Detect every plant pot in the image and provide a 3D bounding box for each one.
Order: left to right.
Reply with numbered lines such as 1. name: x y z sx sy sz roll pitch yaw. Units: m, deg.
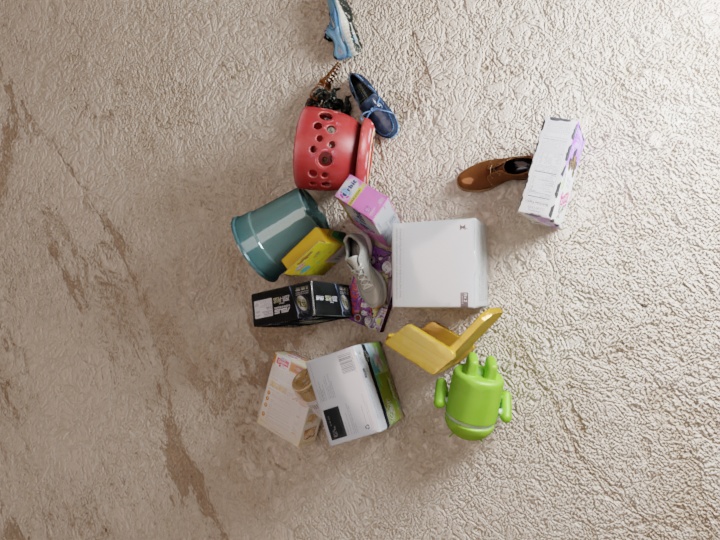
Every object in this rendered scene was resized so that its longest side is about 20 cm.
1. plant pot: -0.197 -0.105 1.445 0.195 0.200 0.201 -31 75 11
2. plant pot: -0.061 -0.293 1.371 0.181 0.200 0.202 7 91 1

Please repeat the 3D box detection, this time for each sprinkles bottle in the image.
1. sprinkles bottle: -0.091 0.326 1.366 0.068 0.200 0.068 -22 35 16

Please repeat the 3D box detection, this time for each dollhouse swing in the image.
1. dollhouse swing: 0.190 0.122 1.239 0.181 0.200 0.177 31 101 23

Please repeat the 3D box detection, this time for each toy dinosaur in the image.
1. toy dinosaur: -0.100 -0.449 1.465 0.135 0.102 0.201 31 123 40

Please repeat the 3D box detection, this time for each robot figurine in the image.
1. robot figurine: 0.253 0.289 1.240 0.174 0.116 0.202 9 102 5

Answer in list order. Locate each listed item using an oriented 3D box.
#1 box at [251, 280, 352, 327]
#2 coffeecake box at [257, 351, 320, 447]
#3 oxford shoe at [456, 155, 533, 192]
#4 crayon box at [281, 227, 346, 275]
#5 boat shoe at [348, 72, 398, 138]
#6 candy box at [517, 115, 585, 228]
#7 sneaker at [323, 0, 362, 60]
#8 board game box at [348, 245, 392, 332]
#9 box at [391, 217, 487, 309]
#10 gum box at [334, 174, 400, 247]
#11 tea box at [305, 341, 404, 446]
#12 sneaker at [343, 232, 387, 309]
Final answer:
1. box: -0.148 0.090 1.403 0.199 0.163 0.087 -13 78 30
2. coffeecake box: -0.172 0.333 1.456 0.153 0.073 0.201 18 96 34
3. oxford shoe: 0.312 -0.230 1.273 0.199 0.071 0.072 -11 84 25
4. crayon box: -0.110 -0.045 1.385 0.127 0.200 0.051 -41 75 17
5. boat shoe: 0.020 -0.418 1.416 0.084 0.069 0.200 -43 72 17
6. candy box: 0.407 -0.200 1.172 0.071 0.167 0.201 16 95 26
7. sneaker: -0.068 -0.652 1.465 0.089 0.078 0.201 -20 79 26
8. board game box: 0.034 0.043 1.411 0.119 0.032 0.201 21 96 28
9. box: 0.186 -0.012 1.286 0.199 0.131 0.201 -1 87 24
10. gum box: 0.025 -0.137 1.334 0.113 0.200 0.066 34 84 21
11. tea box: -0.008 0.287 1.323 0.133 0.197 0.201 -21 80 18
12. sneaker: 0.000 0.000 1.364 0.075 0.092 0.201 -24 77 23
